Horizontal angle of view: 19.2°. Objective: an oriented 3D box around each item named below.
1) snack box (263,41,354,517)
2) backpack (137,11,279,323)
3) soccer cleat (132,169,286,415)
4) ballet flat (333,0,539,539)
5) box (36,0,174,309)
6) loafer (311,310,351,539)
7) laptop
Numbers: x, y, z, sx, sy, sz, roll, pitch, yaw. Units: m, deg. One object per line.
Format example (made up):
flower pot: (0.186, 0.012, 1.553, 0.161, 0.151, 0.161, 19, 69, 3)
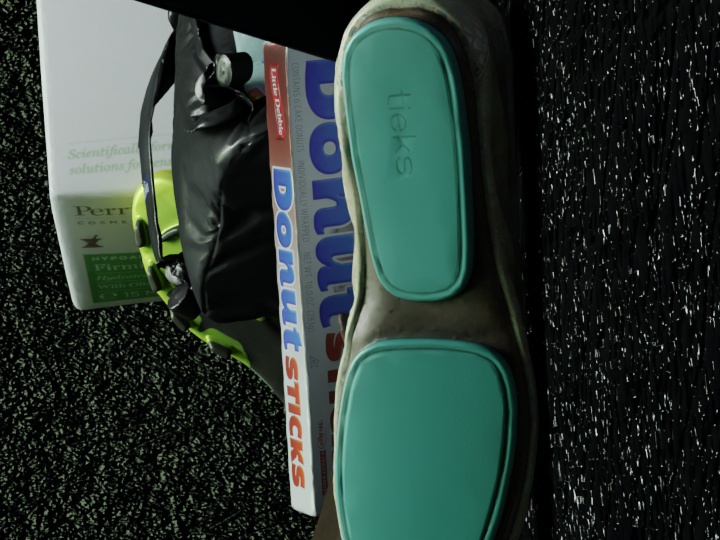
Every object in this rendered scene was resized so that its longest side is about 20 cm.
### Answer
snack box: (0.000, 0.000, 0.906, 0.024, 0.072, 0.201, 12, 108, 59)
backpack: (-0.043, -0.090, 1.107, 0.167, 0.126, 0.200, 114, 157, -45)
soccer cleat: (-0.052, 0.017, 1.199, 0.200, 0.065, 0.084, 47, -151, -14)
ballet flat: (0.029, 0.010, 0.654, 0.062, 0.067, 0.201, -28, -59, -63)
box: (-0.089, -0.103, 1.292, 0.171, 0.198, 0.200, 93, 171, -65)
loafer: (0.007, 0.099, 0.756, 0.073, 0.071, 0.201, 49, -148, -63)
laptop: (-0.039, -0.061, 0.768, 0.187, 0.116, 0.200, -104, -2, -65)
